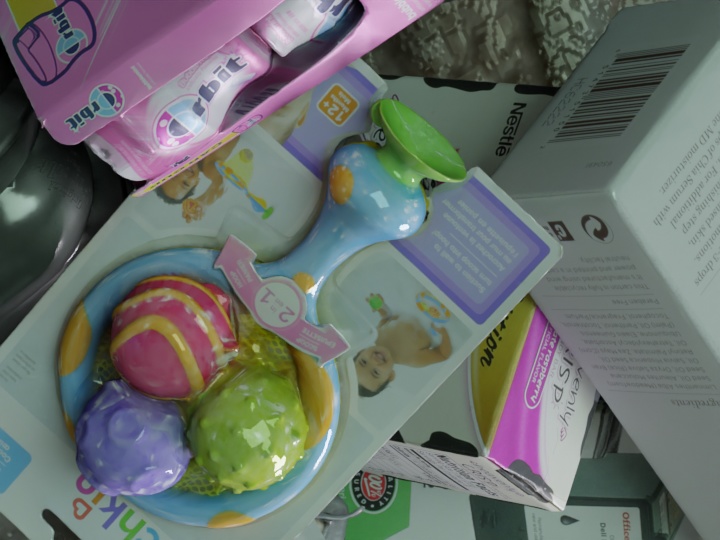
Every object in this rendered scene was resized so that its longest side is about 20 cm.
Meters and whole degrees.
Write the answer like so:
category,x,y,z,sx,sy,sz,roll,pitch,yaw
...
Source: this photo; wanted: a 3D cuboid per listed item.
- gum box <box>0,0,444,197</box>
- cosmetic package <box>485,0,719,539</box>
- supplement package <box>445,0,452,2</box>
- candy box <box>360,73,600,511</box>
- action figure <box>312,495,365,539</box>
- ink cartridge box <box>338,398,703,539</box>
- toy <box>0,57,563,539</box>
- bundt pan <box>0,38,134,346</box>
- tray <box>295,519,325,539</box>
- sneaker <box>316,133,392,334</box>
category,x,y,z,sx,sy,sz,roll,pitch,yaw
gum box,-0.066,-0.130,0.721,0.113,0.201,0.066,-33,149,11
cosmetic package,0.134,0.016,0.782,0.102,0.071,0.200,-49,117,-28
supplement package,0.027,-0.177,0.871,0.117,0.200,0.118,16,83,-23
candy box,0.000,0.000,0.852,0.061,0.199,0.137,36,67,-49
action figure,-0.062,0.157,0.858,0.201,0.130,0.069,-55,142,4
ink cartridge box,0.077,0.122,0.905,0.198,0.084,0.147,2,89,11
toy,-0.044,0.029,0.737,0.115,0.047,0.200,42,106,-1
bundt pan,-0.127,-0.070,0.807,0.202,0.075,0.203,45,29,-34
tray,-0.093,0.144,0.795,0.199,0.022,0.108,-25,56,-12
sneaker,-0.025,-0.065,0.815,0.115,0.080,0.201,-3,69,-65
